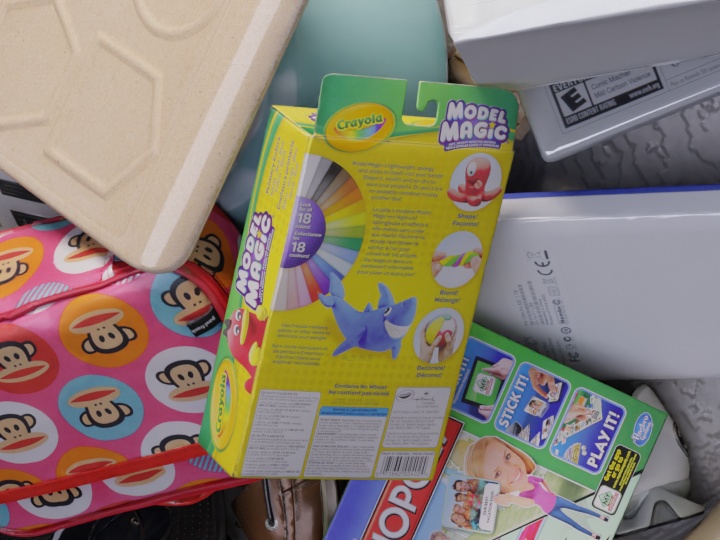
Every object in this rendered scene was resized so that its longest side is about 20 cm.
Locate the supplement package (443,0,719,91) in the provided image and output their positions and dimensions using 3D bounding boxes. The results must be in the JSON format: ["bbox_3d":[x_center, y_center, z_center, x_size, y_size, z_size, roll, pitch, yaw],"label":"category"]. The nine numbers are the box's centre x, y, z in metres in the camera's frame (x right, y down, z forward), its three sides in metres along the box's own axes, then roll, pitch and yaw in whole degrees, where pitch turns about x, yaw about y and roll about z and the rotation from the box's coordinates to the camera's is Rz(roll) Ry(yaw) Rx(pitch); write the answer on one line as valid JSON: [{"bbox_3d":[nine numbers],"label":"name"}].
[{"bbox_3d":[0.124,-0.202,1.358,0.190,0.147,0.202,-10,83,6],"label":"supplement package"}]

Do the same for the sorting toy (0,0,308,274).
[{"bbox_3d":[-0.117,-0.120,1.432,0.200,0.036,0.186,33,103,34],"label":"sorting toy"}]

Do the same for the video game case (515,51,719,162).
[{"bbox_3d":[0.149,-0.173,1.438,0.199,0.023,0.183,-22,83,5],"label":"video game case"}]

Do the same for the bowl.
[{"bbox_3d":[-0.067,-0.100,1.490,0.200,0.105,0.202,6,100,35],"label":"bowl"}]

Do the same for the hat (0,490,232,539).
[{"bbox_3d":[-0.122,0.170,1.618,0.200,0.081,0.202,-22,56,37],"label":"hat"}]

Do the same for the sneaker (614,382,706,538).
[{"bbox_3d":[0.073,0.113,1.554,0.199,0.074,0.089,-17,86,-3],"label":"sneaker"}]

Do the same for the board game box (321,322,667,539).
[{"bbox_3d":[0.053,0.135,1.502,0.134,0.029,0.201,24,87,-1],"label":"board game box"}]

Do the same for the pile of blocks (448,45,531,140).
[{"bbox_3d":[0.054,-0.091,1.497,0.062,0.082,0.200,32,112,-9],"label":"pile of blocks"}]

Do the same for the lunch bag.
[{"bbox_3d":[-0.129,0.057,1.496,0.199,0.082,0.177,-15,128,20],"label":"lunch bag"}]

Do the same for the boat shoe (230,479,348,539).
[{"bbox_3d":[-0.032,0.126,1.598,0.067,0.072,0.202,2,96,19],"label":"boat shoe"}]

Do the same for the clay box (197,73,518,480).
[{"bbox_3d":[0.000,0.000,1.414,0.114,0.048,0.201,3,109,-31],"label":"clay box"}]

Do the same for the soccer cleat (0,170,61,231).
[{"bbox_3d":[-0.179,-0.052,1.570,0.200,0.069,0.085,44,99,12],"label":"soccer cleat"}]

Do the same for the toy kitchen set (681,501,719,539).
[{"bbox_3d":[0.218,0.212,1.507,0.181,0.200,0.163,47,70,-1],"label":"toy kitchen set"}]

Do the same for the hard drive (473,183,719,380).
[{"bbox_3d":[0.140,0.008,1.501,0.198,0.025,0.132,-2,140,16],"label":"hard drive"}]
